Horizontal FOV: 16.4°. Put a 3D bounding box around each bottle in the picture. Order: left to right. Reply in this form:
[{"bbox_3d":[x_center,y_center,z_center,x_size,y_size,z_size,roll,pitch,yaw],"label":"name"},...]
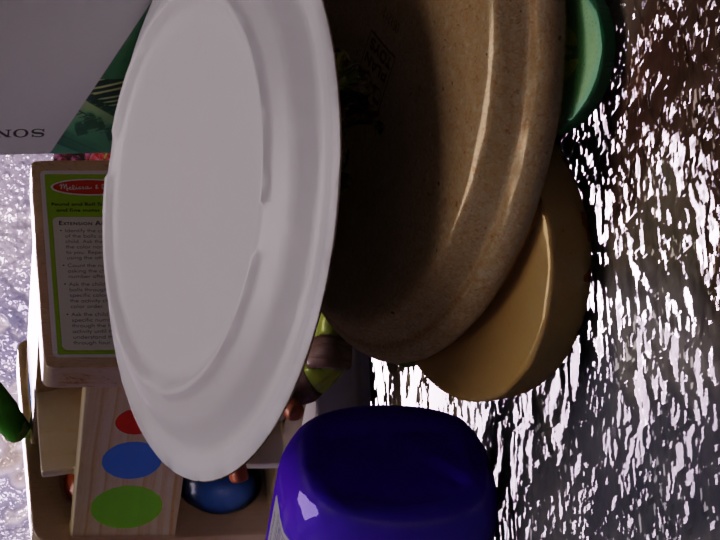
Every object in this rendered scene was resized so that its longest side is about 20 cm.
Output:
[{"bbox_3d":[-0.001,0.139,0.968,0.065,0.083,0.200,-101,16,-44],"label":"bottle"}]

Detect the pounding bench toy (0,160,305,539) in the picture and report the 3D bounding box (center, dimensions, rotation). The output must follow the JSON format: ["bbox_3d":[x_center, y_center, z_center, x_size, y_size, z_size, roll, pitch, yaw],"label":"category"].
[{"bbox_3d":[-0.129,0.047,1.156,0.156,0.199,0.125,103,162,-47],"label":"pounding bench toy"}]

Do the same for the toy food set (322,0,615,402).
[{"bbox_3d":[0.025,-0.066,0.855,0.200,0.048,0.199,31,114,60],"label":"toy food set"}]

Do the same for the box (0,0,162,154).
[{"bbox_3d":[-0.078,-0.126,0.933,0.200,0.144,0.036,102,161,-46],"label":"box"}]

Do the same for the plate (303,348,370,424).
[{"bbox_3d":[-0.023,0.090,1.221,0.200,0.032,0.201,132,137,-75],"label":"plate"}]

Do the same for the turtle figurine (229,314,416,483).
[{"bbox_3d":[0.000,0.000,1.011,0.161,0.064,0.201,13,87,69],"label":"turtle figurine"}]

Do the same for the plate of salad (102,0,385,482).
[{"bbox_3d":[-0.044,-0.026,0.877,0.200,0.048,0.201,-19,69,61],"label":"plate of salad"}]

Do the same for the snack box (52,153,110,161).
[{"bbox_3d":[-0.098,-0.140,1.332,0.200,0.053,0.143,-34,-51,-66],"label":"snack box"}]
